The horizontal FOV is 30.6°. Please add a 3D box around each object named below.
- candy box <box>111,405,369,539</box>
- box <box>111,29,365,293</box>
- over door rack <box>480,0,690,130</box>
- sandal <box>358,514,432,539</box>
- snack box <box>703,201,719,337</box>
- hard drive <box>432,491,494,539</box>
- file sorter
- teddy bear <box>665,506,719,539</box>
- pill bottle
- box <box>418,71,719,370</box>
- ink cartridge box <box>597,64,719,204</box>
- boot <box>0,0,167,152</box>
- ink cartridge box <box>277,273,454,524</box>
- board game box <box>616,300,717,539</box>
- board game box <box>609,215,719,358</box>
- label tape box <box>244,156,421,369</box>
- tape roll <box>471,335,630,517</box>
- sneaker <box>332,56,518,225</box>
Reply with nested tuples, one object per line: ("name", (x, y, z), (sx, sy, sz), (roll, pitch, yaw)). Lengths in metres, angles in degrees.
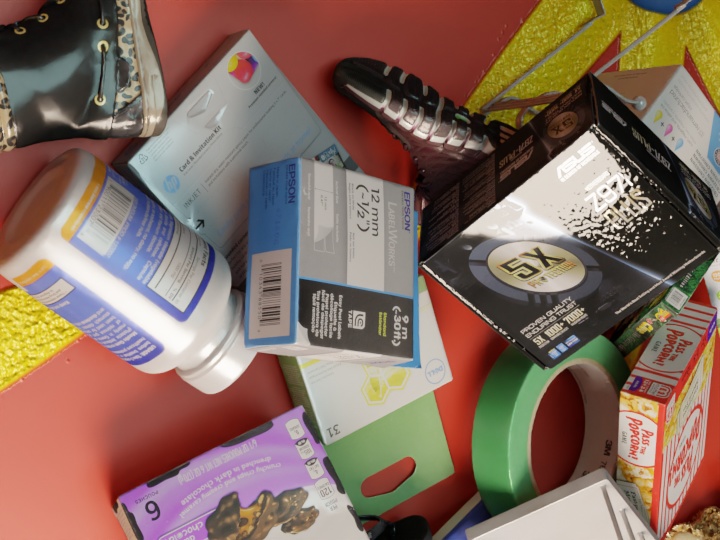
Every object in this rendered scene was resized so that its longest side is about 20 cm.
("candy box", (-0.078, 0.237, 1.046), (0.166, 0.072, 0.201), (-25, 80, -21))
("box", (-0.086, -0.071, 1.095), (0.200, 0.041, 0.156), (49, 68, -25))
("over door rack", (0.212, -0.186, 1.206), (0.067, 0.147, 0.200), (47, 70, -22))
("sandal", (-0.023, 0.245, 1.128), (0.198, 0.076, 0.043), (-14, 100, -28))
("snack box", (0.401, -0.013, 1.339), (0.200, 0.053, 0.144), (-41, 115, -54))
("hard drive", (0.086, 0.302, 1.185), (0.200, 0.025, 0.133), (-32, 110, -51))
("file sorter", (0.208, 0.298, 1.177), (0.138, 0.125, 0.200), (-28, 133, 15))
("teddy bear", (0.403, 0.283, 1.408), (0.200, 0.067, 0.146), (-39, 102, -16))
("pill bottle", (-0.170, 0.008, 1.007), (0.200, 0.112, 0.113), (39, 73, -27))
("box", (0.174, -0.036, 1.107), (0.163, 0.200, 0.087), (39, 31, -22))
("ink cartridge box", (0.243, -0.075, 1.245), (0.129, 0.125, 0.201), (46, 70, -25))
("boot", (-0.236, -0.183, 0.974), (0.149, 0.073, 0.202), (-16, 92, -24))
("ink cartridge box", (0.016, 0.121, 1.165), (0.144, 0.048, 0.202), (-23, 103, -28))
("board game box", (0.291, 0.151, 1.262), (0.152, 0.046, 0.202), (-48, 143, -42))
("board game box", (0.286, 0.023, 1.245), (0.023, 0.200, 0.105), (38, 73, 6))
("label tape box", (0.000, 0.000, 1.062), (0.199, 0.066, 0.145), (10, 76, -43))
("tape roll", (0.189, 0.156, 1.249), (0.199, 0.048, 0.203), (-2, 93, -43))
("sneaker", (0.049, -0.098, 1.161), (0.198, 0.076, 0.116), (27, 122, -4))
